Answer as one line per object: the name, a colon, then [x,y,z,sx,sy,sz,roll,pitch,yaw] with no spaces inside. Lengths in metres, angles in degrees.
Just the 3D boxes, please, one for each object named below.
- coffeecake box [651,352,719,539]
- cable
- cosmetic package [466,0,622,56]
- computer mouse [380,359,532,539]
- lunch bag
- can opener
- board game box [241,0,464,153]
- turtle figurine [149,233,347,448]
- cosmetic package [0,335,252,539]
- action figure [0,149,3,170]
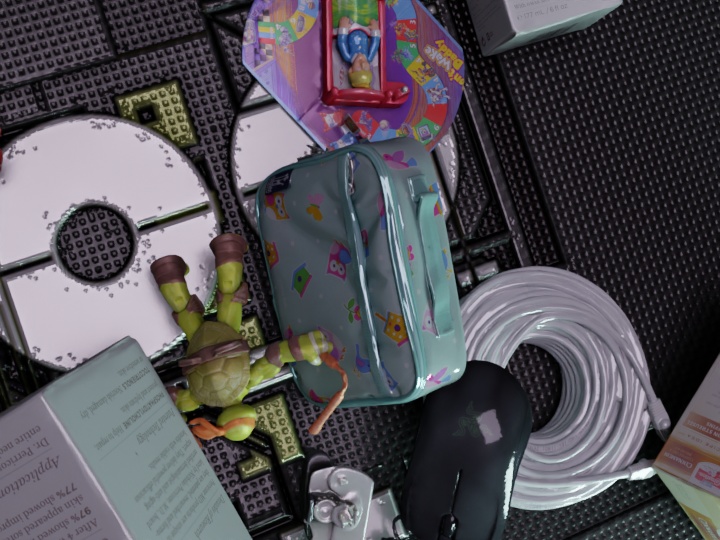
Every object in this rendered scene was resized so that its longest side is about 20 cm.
coffeecake box: [0.353,0.133,0.898,0.201,0.073,0.154,-54,132,-13]
cable: [0.149,0.098,0.880,0.197,0.069,0.203,-16,90,-15]
cosmetic package: [0.136,-0.302,0.901,0.111,0.081,0.203,-19,92,-14]
computer mouse: [0.082,0.171,0.806,0.136,0.053,0.203,10,107,13]
lunch bag: [0.000,0.000,0.792,0.076,0.159,0.203,-14,93,-40]
can opener: [-0.029,0.247,0.828,0.052,0.066,0.203,8,92,-13]
board game box: [0.003,-0.182,0.874,0.200,0.039,0.158,46,76,-8]
turtle figurine: [-0.115,0.064,0.790,0.198,0.064,0.163,-25,71,21]
cosmetic package: [-0.194,0.184,0.702,0.166,0.166,0.202,-29,94,9]
action figure: [-0.305,-0.058,0.774,0.064,0.099,0.203,13,104,-17]
